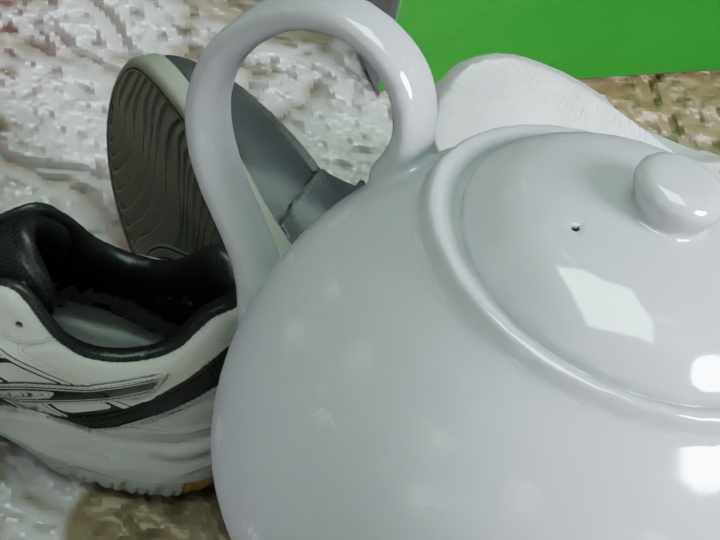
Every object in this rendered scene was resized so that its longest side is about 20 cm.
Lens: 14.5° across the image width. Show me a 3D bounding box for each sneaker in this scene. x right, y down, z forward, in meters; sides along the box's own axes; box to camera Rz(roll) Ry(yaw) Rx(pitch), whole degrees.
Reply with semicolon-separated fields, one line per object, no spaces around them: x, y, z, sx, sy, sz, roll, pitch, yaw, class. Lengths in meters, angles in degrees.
0.104;-0.011;1.000;0.200;0.088;0.075;33;80;-8;sneaker
-0.127;0.009;0.893;0.199;0.088;0.076;7;46;-8;sneaker
0.000;0.000;0.959;0.106;0.075;0.200;-20;63;-37;sneaker

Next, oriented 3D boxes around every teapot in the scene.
0.057;0.025;0.796;0.199;0.146;0.198;7;39;-22;teapot

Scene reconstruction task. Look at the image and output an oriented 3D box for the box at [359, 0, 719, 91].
0.080;-0.170;1.126;0.199;0.097;0.177;-6;47;-21;box
